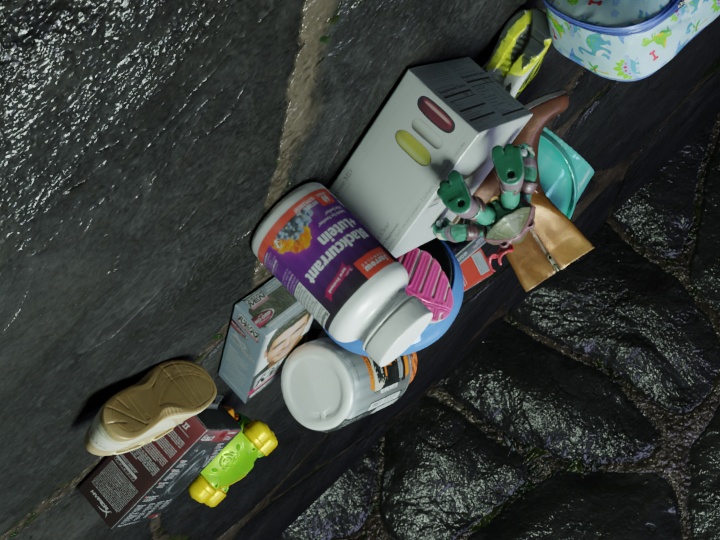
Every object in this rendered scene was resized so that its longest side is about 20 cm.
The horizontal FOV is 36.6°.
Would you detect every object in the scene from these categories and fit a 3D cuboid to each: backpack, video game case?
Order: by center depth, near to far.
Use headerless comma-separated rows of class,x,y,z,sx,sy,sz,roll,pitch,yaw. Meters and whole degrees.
backpack,0.306,-0.332,1.237,0.200,0.183,0.147,-46,144,-12
video game case,0.089,0.005,1.519,0.200,0.019,0.143,-38,-171,-25

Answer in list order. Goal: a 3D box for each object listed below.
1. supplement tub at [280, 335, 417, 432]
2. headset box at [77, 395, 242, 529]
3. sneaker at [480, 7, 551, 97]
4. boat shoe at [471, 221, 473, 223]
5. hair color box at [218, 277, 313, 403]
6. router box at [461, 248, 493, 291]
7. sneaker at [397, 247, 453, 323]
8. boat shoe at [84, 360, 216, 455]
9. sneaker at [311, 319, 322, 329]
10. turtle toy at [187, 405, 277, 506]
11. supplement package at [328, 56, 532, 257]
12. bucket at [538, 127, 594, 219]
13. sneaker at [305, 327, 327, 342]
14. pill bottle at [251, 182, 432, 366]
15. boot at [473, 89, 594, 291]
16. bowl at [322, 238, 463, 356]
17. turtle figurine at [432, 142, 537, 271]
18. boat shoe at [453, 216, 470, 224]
supplement tub,-0.009,0.142,1.508,0.123,0.123,0.199,-52,161,27
headset box,-0.255,0.242,1.446,0.200,0.077,0.149,-47,167,3
sneaker,0.174,-0.229,1.352,0.200,0.074,0.085,-48,166,12
boat shoe,0.150,-0.083,1.739,0.199,0.075,0.073,-36,176,-3
hair color box,-0.121,0.086,1.424,0.099,0.061,0.200,-37,164,-30
router box,0.082,0.035,1.694,0.179,0.049,0.200,-30,-175,-24
sneaker,0.024,0.002,1.350,0.082,0.199,0.088,-57,177,-17
boat shoe,-0.248,0.161,1.272,0.069,0.074,0.200,-39,170,29
sneaker,0.000,0.000,1.510,0.200,0.074,0.082,-42,164,-17
turtle toy,-0.205,0.265,1.610,0.146,0.101,0.200,-43,167,-9
supplement package,0.077,-0.131,1.272,0.155,0.111,0.201,-26,155,-55
bucket,0.212,-0.132,1.496,0.135,0.207,0.207,-54,166,4
sneaker,-0.025,0.078,1.621,0.200,0.090,0.075,-49,166,19
pill bottle,-0.018,0.007,1.205,0.111,0.200,0.112,-42,166,-13
boot,0.230,-0.103,1.367,0.188,0.201,0.068,-38,-178,2
bowl,0.034,0.017,1.411,0.200,0.200,0.040,-41,147,-18
turtle figurine,0.156,-0.077,1.243,0.150,0.101,0.200,-46,161,2
boat shoe,0.115,-0.079,1.533,0.072,0.073,0.200,-3,175,-13
